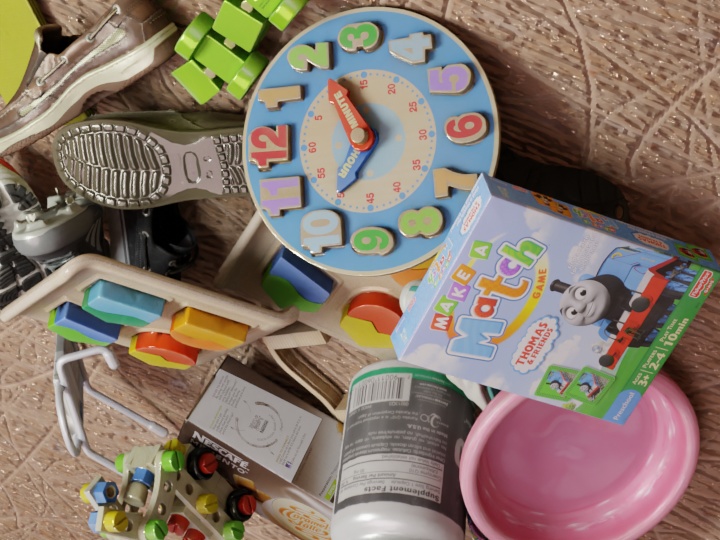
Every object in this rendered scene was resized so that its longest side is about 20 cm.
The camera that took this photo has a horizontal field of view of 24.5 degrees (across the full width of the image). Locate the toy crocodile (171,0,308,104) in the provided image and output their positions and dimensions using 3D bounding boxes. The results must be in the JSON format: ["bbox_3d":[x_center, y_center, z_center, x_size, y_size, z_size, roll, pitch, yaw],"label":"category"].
[{"bbox_3d":[-0.084,-0.196,1.254,0.067,0.062,0.200,36,130,-4],"label":"toy crocodile"}]

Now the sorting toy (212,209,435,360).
[{"bbox_3d":[0.000,0.000,1.346,0.199,0.037,0.185,22,137,-15],"label":"sorting toy"}]

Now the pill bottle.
[{"bbox_3d":[0.035,0.185,1.392,0.112,0.201,0.113,6,148,4],"label":"pill bottle"}]

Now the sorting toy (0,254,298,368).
[{"bbox_3d":[-0.176,0.042,1.358,0.199,0.037,0.185,14,160,-25],"label":"sorting toy"}]

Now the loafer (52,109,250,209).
[{"bbox_3d":[-0.149,-0.092,1.340,0.199,0.067,0.076,4,108,10],"label":"loafer"}]

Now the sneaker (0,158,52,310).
[{"bbox_3d":[-0.317,-0.040,1.505,0.085,0.077,0.200,54,158,30],"label":"sneaker"}]

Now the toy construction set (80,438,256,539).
[{"bbox_3d":[-0.163,0.229,1.467,0.092,0.131,0.200,3,139,28],"label":"toy construction set"}]

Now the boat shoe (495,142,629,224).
[{"bbox_3d":[0.102,-0.050,1.263,0.199,0.076,0.074,23,137,10],"label":"boat shoe"}]

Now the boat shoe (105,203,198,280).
[{"bbox_3d":[-0.173,-0.030,1.435,0.066,0.070,0.201,9,122,21],"label":"boat shoe"}]

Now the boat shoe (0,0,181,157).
[{"bbox_3d":[-0.238,-0.165,1.339,0.202,0.075,0.075,-28,106,20],"label":"boat shoe"}]

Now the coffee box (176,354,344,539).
[{"bbox_3d":[-0.066,0.177,1.522,0.199,0.080,0.114,31,150,0],"label":"coffee box"}]

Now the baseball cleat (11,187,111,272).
[{"bbox_3d":[-0.239,-0.015,1.395,0.069,0.200,0.107,-13,100,6],"label":"baseball cleat"}]

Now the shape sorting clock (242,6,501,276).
[{"bbox_3d":[0.005,-0.096,1.223,0.199,0.039,0.201,-2,85,21],"label":"shape sorting clock"}]

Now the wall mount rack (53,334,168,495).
[{"bbox_3d":[-0.231,0.120,1.531,0.074,0.200,0.175,-14,118,-1],"label":"wall mount rack"}]

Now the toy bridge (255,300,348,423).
[{"bbox_3d":[-0.055,0.054,1.465,0.067,0.027,0.201,-7,124,33],"label":"toy bridge"}]

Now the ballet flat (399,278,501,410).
[{"bbox_3d":[0.088,0.062,1.352,0.069,0.070,0.200,0,149,28],"label":"ballet flat"}]

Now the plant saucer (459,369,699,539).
[{"bbox_3d":[0.176,0.146,1.356,0.199,0.051,0.201,-5,122,-8],"label":"plant saucer"}]

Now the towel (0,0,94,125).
[{"bbox_3d":[-0.296,-0.207,1.383,0.086,0.018,0.201,-2,126,33],"label":"towel"}]

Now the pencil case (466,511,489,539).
[{"bbox_3d":[0.152,0.287,1.515,0.087,0.088,0.201,4,130,25],"label":"pencil case"}]

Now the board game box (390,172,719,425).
[{"bbox_3d":[0.144,0.025,1.222,0.199,0.037,0.152,17,119,-21],"label":"board game box"}]
